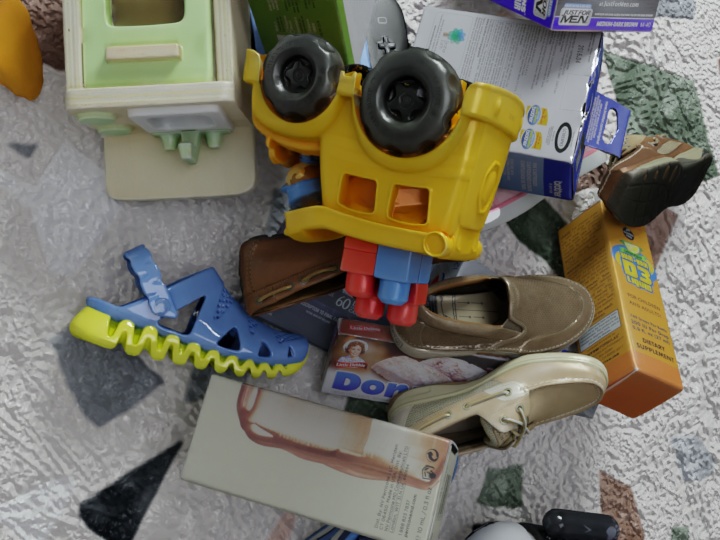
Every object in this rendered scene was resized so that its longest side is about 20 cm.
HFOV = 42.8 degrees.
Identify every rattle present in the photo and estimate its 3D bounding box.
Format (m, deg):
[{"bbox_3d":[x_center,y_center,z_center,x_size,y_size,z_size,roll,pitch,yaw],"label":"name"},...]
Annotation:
[{"bbox_3d":[-0.355,-0.218,0.706,0.197,0.144,0.132,-3,56,-8],"label":"rattle"}]

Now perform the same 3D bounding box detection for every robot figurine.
[{"bbox_3d":[0.177,0.302,0.855,0.198,0.125,0.152,16,71,-21],"label":"robot figurine"}]

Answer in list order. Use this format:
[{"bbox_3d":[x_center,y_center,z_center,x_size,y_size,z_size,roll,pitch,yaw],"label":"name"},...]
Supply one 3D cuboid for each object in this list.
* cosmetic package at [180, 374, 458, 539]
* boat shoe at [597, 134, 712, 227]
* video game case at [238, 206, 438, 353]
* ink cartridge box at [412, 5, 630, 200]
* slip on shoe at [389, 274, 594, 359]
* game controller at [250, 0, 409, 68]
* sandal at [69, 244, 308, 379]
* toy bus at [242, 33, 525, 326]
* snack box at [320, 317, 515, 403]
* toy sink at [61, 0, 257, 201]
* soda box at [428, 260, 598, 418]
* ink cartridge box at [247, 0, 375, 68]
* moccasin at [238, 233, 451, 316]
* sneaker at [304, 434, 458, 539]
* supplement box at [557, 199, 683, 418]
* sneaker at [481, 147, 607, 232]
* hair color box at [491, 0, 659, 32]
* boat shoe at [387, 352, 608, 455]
[{"bbox_3d":[-0.028,0.155,0.736,0.197,0.103,0.088,13,78,11],"label":"cosmetic package"},{"bbox_3d":[0.282,-0.097,0.923,0.199,0.074,0.076,-14,135,-51],"label":"boat shoe"},{"bbox_3d":[0.001,-0.023,0.809,0.142,0.019,0.202,27,102,-19],"label":"video game case"},{"bbox_3d":[0.137,-0.147,0.822,0.197,0.076,0.138,12,72,18],"label":"ink cartridge box"},{"bbox_3d":[0.124,0.033,0.799,0.197,0.061,0.077,-1,61,-19],"label":"slip on shoe"},{"bbox_3d":[-0.047,-0.205,0.829,0.197,0.042,0.106,-5,89,-24],"label":"game controller"},{"bbox_3d":[-0.131,0.037,0.760,0.198,0.079,0.088,17,83,-23],"label":"sandal"},{"bbox_3d":[0.005,-0.063,0.685,0.197,0.135,0.195,15,96,21],"label":"toy bus"},{"bbox_3d":[0.067,0.092,0.830,0.197,0.024,0.073,10,125,-11],"label":"snack box"},{"bbox_3d":[-0.155,-0.162,0.721,0.128,0.112,0.203,-2,88,1],"label":"toy sink"},{"bbox_3d":[0.149,0.064,0.885,0.199,0.063,0.069,32,77,-18],"label":"soda box"},{"bbox_3d":[-0.027,-0.279,0.756,0.075,0.148,0.203,8,66,11],"label":"ink cartridge box"},{"bbox_3d":[0.000,-0.001,0.756,0.198,0.074,0.079,-8,73,-9],"label":"moccasin"},{"bbox_3d":[0.026,0.223,0.815,0.074,0.082,0.200,48,69,-12],"label":"sneaker"},{"bbox_3d":[0.243,0.032,0.876,0.066,0.069,0.202,21,46,-26],"label":"supplement box"},{"bbox_3d":[0.144,-0.110,0.889,0.199,0.075,0.106,-30,97,-25],"label":"sneaker"},{"bbox_3d":[0.170,-0.273,0.840,0.108,0.200,0.066,-5,118,-22],"label":"hair color box"},{"bbox_3d":[0.120,0.127,0.799,0.197,0.065,0.073,-13,129,9],"label":"boat shoe"}]
